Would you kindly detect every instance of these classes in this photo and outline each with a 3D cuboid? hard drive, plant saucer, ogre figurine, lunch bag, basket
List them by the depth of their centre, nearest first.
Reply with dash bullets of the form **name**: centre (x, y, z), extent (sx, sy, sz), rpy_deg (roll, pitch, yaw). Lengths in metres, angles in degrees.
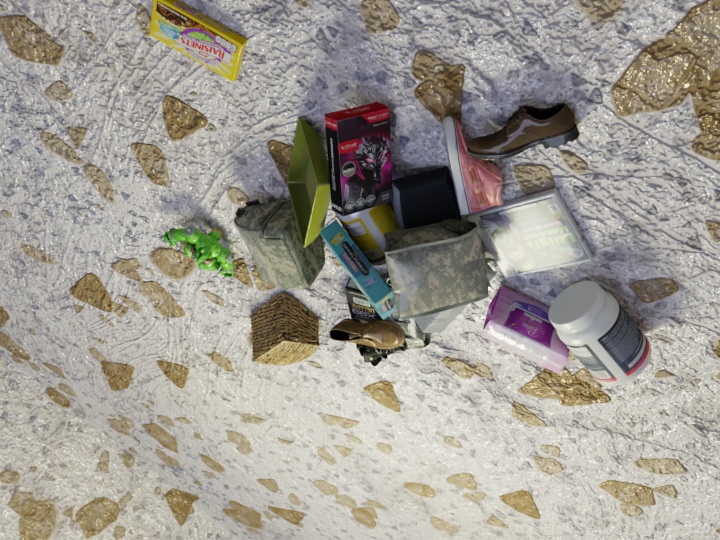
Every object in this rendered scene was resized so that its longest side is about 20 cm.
- **lunch bag**: centre (0.158, -0.007, 1.532), extent (0.200, 0.118, 0.164), rpy_deg (-11, 115, 7)
- **hard drive**: centre (0.143, -0.110, 1.566), extent (0.135, 0.042, 0.200), rpy_deg (-13, 125, 6)
- **plant saucer**: centre (-0.104, -0.185, 1.588), extent (0.048, 0.200, 0.200), rpy_deg (-4, 143, -18)
- **lunch bag**: centre (-0.196, -0.064, 1.770), extent (0.168, 0.139, 0.200), rpy_deg (3, 133, 26)
- **ogre figurine**: centre (-0.400, -0.052, 1.932), extent (0.200, 0.098, 0.120), rpy_deg (52, 147, -9)
- **basket**: centre (-0.201, 0.165, 2.071), extent (0.143, 0.149, 0.200), rpy_deg (11, 150, -33)

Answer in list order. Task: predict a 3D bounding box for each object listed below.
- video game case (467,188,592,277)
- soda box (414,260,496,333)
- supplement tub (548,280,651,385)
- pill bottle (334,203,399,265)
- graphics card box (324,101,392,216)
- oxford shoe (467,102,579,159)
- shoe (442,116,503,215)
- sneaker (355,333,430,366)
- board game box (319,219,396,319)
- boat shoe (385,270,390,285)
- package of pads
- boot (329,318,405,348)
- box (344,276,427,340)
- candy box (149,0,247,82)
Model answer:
- **video game case**: centre (0.348, -0.071, 1.546), extent (0.200, 0.023, 0.182), rpy_deg (-14, 125, 38)
- **soda box**: centre (0.202, 0.051, 1.652), extent (0.068, 0.063, 0.200), rpy_deg (9, 129, -46)
- **supplement tub**: centre (0.503, 0.132, 1.579), extent (0.140, 0.140, 0.200), rpy_deg (-24, 118, 43)
- **pill bottle**: centre (0.013, -0.117, 1.619), extent (0.111, 0.111, 0.200), rpy_deg (-9, 127, 36)
- **graphics card box**: centre (-0.001, -0.218, 1.474), extent (0.051, 0.125, 0.200), rpy_deg (34, 135, 47)
- **oxford shoe**: centre (0.284, -0.256, 1.353), extent (0.200, 0.073, 0.084), rpy_deg (-14, 122, 20)
- **shoe**: centre (0.219, -0.208, 1.449), extent (0.091, 0.071, 0.200), rpy_deg (-13, 113, 6)
- **sneaker**: centre (0.077, 0.194, 1.907), extent (0.199, 0.114, 0.076), rpy_deg (3, 136, 24)
- **board game box**: centre (0.000, 0.000, 1.617), extent (0.200, 0.047, 0.151), rpy_deg (52, 177, 17)
- **boat shoe**: centre (0.153, 0.034, 1.734), extent (0.200, 0.062, 0.073), rpy_deg (19, 138, 10)
- **package of pads**: centre (0.374, 0.130, 1.665), extent (0.200, 0.121, 0.076), rpy_deg (26, 140, 2)
- **boot**: centre (0.014, 0.161, 1.836), extent (0.200, 0.075, 0.074), rpy_deg (3, 101, 33)
- **box**: centre (0.068, 0.090, 1.826), extent (0.200, 0.050, 0.158), rpy_deg (16, 151, 14)
- **candy box**: centre (-0.329, -0.469, 1.512), extent (0.200, 0.026, 0.102), rpy_deg (29, 143, 0)
